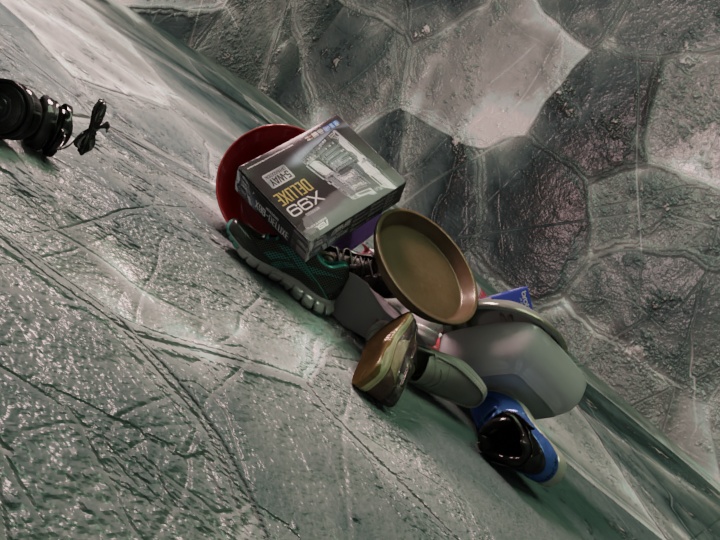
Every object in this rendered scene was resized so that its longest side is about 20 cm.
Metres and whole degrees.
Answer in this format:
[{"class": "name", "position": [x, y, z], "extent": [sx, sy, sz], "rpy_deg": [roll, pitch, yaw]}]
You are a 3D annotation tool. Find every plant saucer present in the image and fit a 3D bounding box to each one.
[{"class": "plant saucer", "position": [0.230, 0.097, 1.410], "extent": [0.198, 0.051, 0.201], "rpy_deg": [15, -34, 10]}, {"class": "plant saucer", "position": [0.092, -0.002, 1.315], "extent": [0.199, 0.029, 0.201], "rpy_deg": [28, 40, -26]}]

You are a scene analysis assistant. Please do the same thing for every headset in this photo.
[{"class": "headset", "position": [-0.371, -0.185, 1.022], "extent": [0.199, 0.095, 0.123], "rpy_deg": [30, 5, 26]}]

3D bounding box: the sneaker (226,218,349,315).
[{"class": "sneaker", "position": [-0.100, -0.025, 1.287], "extent": [0.199, 0.092, 0.078], "rpy_deg": [35, 9, -15]}]

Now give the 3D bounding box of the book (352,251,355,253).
[{"class": "book", "position": [0.036, 0.033, 1.669], "extent": [0.199, 0.048, 0.134], "rpy_deg": [31, 16, -34]}]

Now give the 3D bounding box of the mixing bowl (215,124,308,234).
[{"class": "mixing bowl", "position": [-0.130, -0.113, 1.394], "extent": [0.199, 0.201, 0.108], "rpy_deg": [37, -18, -4]}]

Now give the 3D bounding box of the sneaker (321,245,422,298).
[{"class": "sneaker", "position": [0.000, 0.000, 1.398], "extent": [0.198, 0.077, 0.114], "rpy_deg": [-7, -17, 43]}]

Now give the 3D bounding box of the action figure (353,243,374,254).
[{"class": "action figure", "position": [0.071, 0.022, 1.585], "extent": [0.198, 0.134, 0.150], "rpy_deg": [27, 53, -3]}]

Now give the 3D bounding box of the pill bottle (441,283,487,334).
[{"class": "pill bottle", "position": [0.225, 0.122, 1.688], "extent": [0.200, 0.112, 0.112], "rpy_deg": [51, 6, -14]}]

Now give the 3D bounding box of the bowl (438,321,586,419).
[{"class": "bowl", "position": [0.232, 0.170, 1.403], "extent": [0.198, 0.075, 0.200], "rpy_deg": [-13, -48, 41]}]

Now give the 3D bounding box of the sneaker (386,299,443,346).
[{"class": "sneaker", "position": [0.073, 0.053, 1.500], "extent": [0.199, 0.089, 0.075], "rpy_deg": [27, -5, 44]}]

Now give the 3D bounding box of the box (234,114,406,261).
[{"class": "box", "position": [-0.057, -0.123, 1.292], "extent": [0.199, 0.050, 0.158], "rpy_deg": [-33, 69, -32]}]

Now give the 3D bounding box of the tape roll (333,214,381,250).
[{"class": "tape roll", "position": [-0.066, -0.120, 1.515], "extent": [0.200, 0.201, 0.085], "rpy_deg": [40, 49, 16]}]

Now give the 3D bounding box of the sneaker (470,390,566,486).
[{"class": "sneaker", "position": [0.201, 0.223, 1.281], "extent": [0.111, 0.077, 0.200], "rpy_deg": [33, 10, -38]}]

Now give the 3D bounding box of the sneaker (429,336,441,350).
[{"class": "sneaker", "position": [0.168, 0.135, 1.546], "extent": [0.199, 0.087, 0.074], "rpy_deg": [27, 13, -48]}]

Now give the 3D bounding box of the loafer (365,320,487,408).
[{"class": "loafer", "position": [0.094, 0.145, 1.294], "extent": [0.199, 0.070, 0.070], "rpy_deg": [28, 19, -4]}]

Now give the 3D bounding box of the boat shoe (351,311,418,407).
[{"class": "boat shoe", "position": [0.042, 0.119, 1.184], "extent": [0.065, 0.073, 0.200], "rpy_deg": [52, 28, -7]}]

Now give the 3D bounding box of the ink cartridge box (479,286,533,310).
[{"class": "ink cartridge box", "position": [0.282, 0.138, 1.626], "extent": [0.093, 0.202, 0.044], "rpy_deg": [-14, -1, -33]}]

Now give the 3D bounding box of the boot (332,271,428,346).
[{"class": "boot", "position": [0.019, 0.074, 1.377], "extent": [0.200, 0.074, 0.096], "rpy_deg": [43, 0, -2]}]
